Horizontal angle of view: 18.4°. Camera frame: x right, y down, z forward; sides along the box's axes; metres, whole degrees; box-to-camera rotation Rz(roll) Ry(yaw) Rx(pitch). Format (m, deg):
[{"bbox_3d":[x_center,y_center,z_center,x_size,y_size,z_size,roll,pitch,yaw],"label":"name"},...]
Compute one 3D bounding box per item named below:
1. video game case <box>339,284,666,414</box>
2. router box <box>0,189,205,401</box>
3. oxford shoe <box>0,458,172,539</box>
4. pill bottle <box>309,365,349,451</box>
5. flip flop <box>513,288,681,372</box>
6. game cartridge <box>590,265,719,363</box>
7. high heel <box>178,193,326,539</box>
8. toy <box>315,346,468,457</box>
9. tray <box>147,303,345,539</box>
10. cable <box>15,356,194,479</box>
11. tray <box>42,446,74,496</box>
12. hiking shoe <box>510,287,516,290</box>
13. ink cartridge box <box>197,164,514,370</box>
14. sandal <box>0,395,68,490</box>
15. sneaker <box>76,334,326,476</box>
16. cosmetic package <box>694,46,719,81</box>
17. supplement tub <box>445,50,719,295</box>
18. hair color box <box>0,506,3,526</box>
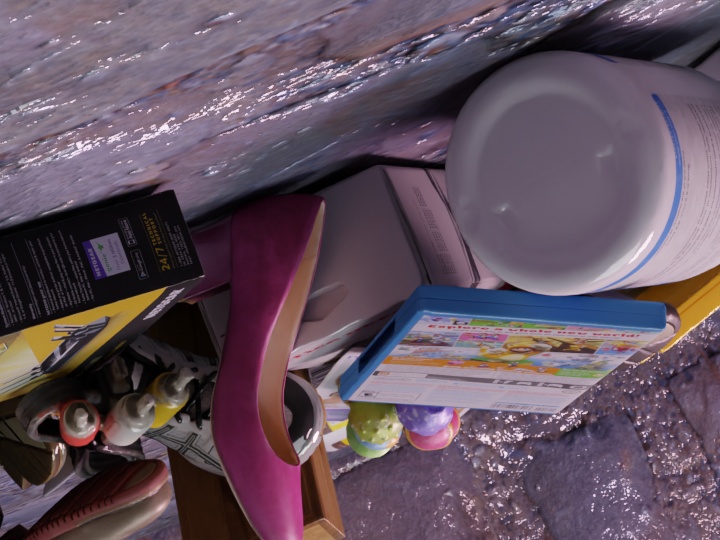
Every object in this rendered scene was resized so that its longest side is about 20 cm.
[{"bbox_3d":[0.078,0.049,1.297,0.142,0.018,0.200,5,162,-12],"label":"video game case"},{"bbox_3d":[-0.189,0.028,1.202,0.156,0.053,0.200,-17,171,-26],"label":"router box"},{"bbox_3d":[-0.173,0.177,1.355,0.200,0.075,0.070,-33,-175,37],"label":"oxford shoe"},{"bbox_3d":[0.038,0.062,1.793,0.199,0.110,0.109,-23,171,12],"label":"pill bottle"},{"bbox_3d":[0.110,0.037,1.460,0.199,0.058,0.081,-9,159,22],"label":"flip flop"},{"bbox_3d":[0.239,-0.008,1.732,0.176,0.033,0.200,-39,-163,-9],"label":"game cartridge"},{"bbox_3d":[-0.040,0.059,1.274,0.095,0.202,0.067,-17,173,10],"label":"high heel"},{"bbox_3d":[0.029,0.095,1.467,0.114,0.048,0.200,2,166,-13],"label":"toy"},{"bbox_3d":[-0.079,0.101,1.464,0.098,0.201,0.037,-24,144,14],"label":"tray"},{"bbox_3d":[-0.158,0.103,1.324,0.096,0.051,0.200,-17,159,-19],"label":"cable"},{"bbox_3d":[-0.147,0.087,1.606,0.200,0.022,0.107,-39,180,-28],"label":"tray"},{"bbox_3d":[0.062,0.006,1.575,0.074,0.087,0.200,-17,171,-26],"label":"hiking shoe"},{"bbox_3d":[0.000,0.000,1.391,0.144,0.085,0.200,-25,173,18],"label":"ink cartridge box"},{"bbox_3d":[-0.228,0.107,1.546,0.054,0.081,0.200,-36,178,-16],"label":"sandal"},{"bbox_3d":[-0.121,0.082,1.405,0.199,0.076,0.088,10,173,25],"label":"sneaker"},{"bbox_3d":[0.341,-0.097,1.373,0.199,0.167,0.167,-19,171,-23],"label":"cosmetic package"},{"bbox_3d":[0.143,-0.055,1.258,0.131,0.133,0.200,-26,169,26],"label":"supplement tub"},{"bbox_3d":[-0.257,0.141,1.286,0.060,0.100,0.200,-16,-166,2],"label":"hair color box"}]
